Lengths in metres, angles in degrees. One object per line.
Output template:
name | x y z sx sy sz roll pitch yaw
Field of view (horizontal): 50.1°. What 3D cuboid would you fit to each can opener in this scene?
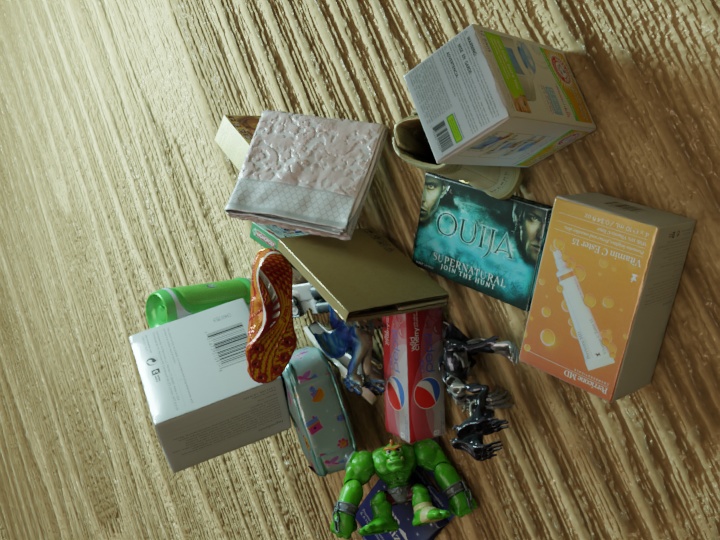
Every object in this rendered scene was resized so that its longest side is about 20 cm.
can opener | -0.051 0.037 1.223 0.200 0.066 0.053 -9 107 37

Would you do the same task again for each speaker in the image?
speaker | -0.266 0.061 1.339 0.088 0.200 0.089 9 102 45

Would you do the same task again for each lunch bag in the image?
lunch bag | -0.072 0.222 1.214 0.160 0.077 0.200 169 83 -75

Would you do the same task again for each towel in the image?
towel | -0.080 -0.146 1.121 0.200 0.032 0.191 11 66 16

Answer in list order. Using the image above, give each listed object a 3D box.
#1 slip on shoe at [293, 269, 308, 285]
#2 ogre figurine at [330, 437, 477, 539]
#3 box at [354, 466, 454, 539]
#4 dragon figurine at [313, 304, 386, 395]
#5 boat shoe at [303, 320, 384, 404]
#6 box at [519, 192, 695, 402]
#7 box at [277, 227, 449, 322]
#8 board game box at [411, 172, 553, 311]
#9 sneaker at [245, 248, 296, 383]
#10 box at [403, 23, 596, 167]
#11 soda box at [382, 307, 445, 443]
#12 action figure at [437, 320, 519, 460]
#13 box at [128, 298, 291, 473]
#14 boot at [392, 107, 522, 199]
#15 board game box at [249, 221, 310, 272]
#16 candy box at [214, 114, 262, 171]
slip on shoe | -0.129 -0.063 1.276 0.200 0.076 0.061 51 123 17
ogre figurine | 0.052 0.307 1.102 0.200 0.098 0.120 -19 63 15
box | 0.062 0.378 1.185 0.121 0.032 0.200 50 127 28
dragon figurine | -0.026 0.093 1.122 0.200 0.059 0.099 45 119 35
boat shoe | -0.020 0.130 1.205 0.060 0.072 0.200 -45 41 -5
box | 0.273 0.025 0.866 0.124 0.097 0.200 24 113 40
box | 0.000 0.000 1.058 0.200 0.163 0.021 44 133 44
board game box | 0.158 -0.043 1.020 0.200 0.028 0.135 23 113 41
sneaker | -0.129 0.066 1.122 0.077 0.073 0.200 -145 62 -71
box | 0.161 -0.189 0.869 0.101 0.200 0.113 -29 74 40
soda box | 0.075 0.137 1.098 0.070 0.063 0.200 10 105 61
action figure | 0.155 0.144 1.004 0.200 0.102 0.119 -91 -6 -49
box | -0.239 0.178 1.225 0.199 0.200 0.131 -124 20 -44
boot | 0.093 -0.168 0.961 0.073 0.155 0.200 -56 49 23
board game box | -0.054 -0.029 1.159 0.200 0.135 0.029 33 121 36
candy box | -0.130 -0.169 1.226 0.200 0.115 0.055 49 128 28
